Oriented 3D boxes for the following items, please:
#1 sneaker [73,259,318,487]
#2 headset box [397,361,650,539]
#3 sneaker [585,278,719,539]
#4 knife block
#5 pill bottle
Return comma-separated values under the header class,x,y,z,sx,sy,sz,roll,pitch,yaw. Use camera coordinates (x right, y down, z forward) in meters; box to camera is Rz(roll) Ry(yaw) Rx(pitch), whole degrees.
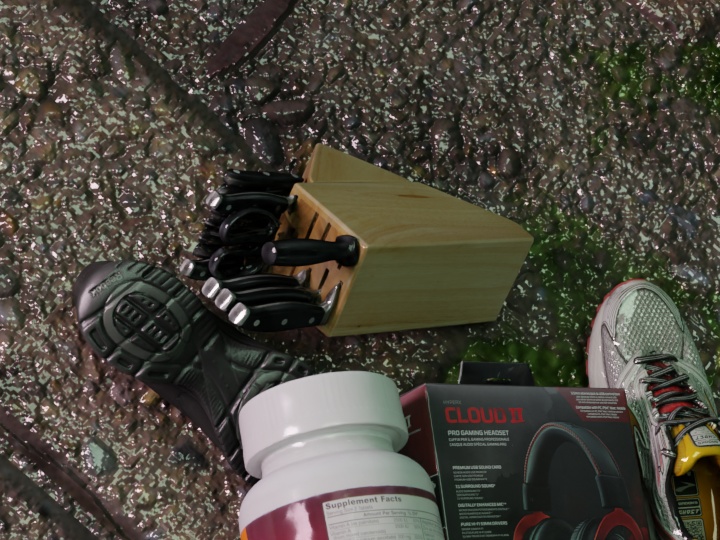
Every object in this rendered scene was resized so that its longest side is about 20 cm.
class,x,y,z,sx,sy,sz,roll,pitch,yaw
sneaker,-0.086,0.057,1.161,0.076,0.091,0.200,-48,111,-6
headset box,0.089,0.151,1.155,0.148,0.075,0.202,4,69,-31
sneaker,0.198,0.098,1.216,0.077,0.082,0.202,-11,74,-18
knife block,0.000,0.000,1.156,0.199,0.064,0.176,22,25,-7
pill bottle,-0.006,0.164,1.064,0.109,0.110,0.202,-5,67,-16
